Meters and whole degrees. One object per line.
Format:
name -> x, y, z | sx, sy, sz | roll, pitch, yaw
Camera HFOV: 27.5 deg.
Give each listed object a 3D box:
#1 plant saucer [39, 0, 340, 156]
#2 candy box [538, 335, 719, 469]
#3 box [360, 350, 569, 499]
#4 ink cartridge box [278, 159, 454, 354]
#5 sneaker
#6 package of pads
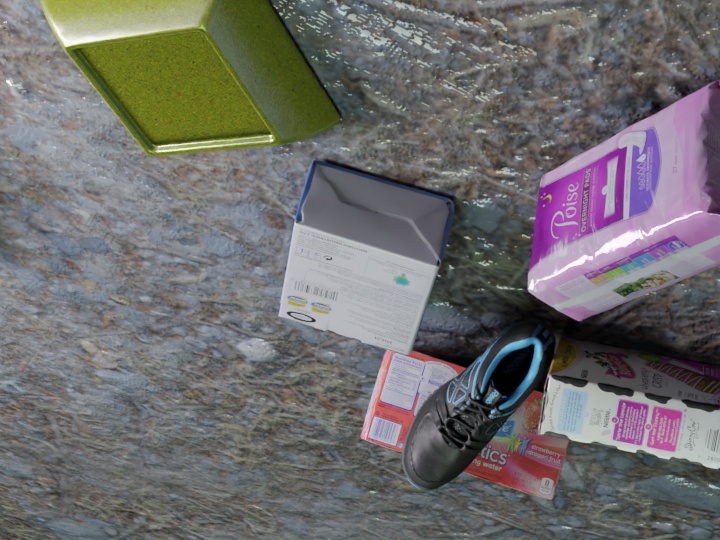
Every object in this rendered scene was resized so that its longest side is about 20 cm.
plant saucer -> -0.145, -0.160, 1.204 | 0.198, 0.048, 0.200 | -3, 143, 28
candy box -> 0.271, 0.121, 1.356 | 0.198, 0.136, 0.062 | 9, 105, 10
box -> 0.108, 0.152, 1.490 | 0.198, 0.104, 0.095 | 17, 175, -1
ink cartridge box -> 0.000, 0.000, 1.354 | 0.135, 0.077, 0.201 | 17, 147, 2
sneaker -> 0.107, 0.126, 1.395 | 0.073, 0.201, 0.082 | 38, -173, 3
package of pads -> 0.220, -0.050, 1.131 | 0.075, 0.122, 0.199 | 27, 147, -27
